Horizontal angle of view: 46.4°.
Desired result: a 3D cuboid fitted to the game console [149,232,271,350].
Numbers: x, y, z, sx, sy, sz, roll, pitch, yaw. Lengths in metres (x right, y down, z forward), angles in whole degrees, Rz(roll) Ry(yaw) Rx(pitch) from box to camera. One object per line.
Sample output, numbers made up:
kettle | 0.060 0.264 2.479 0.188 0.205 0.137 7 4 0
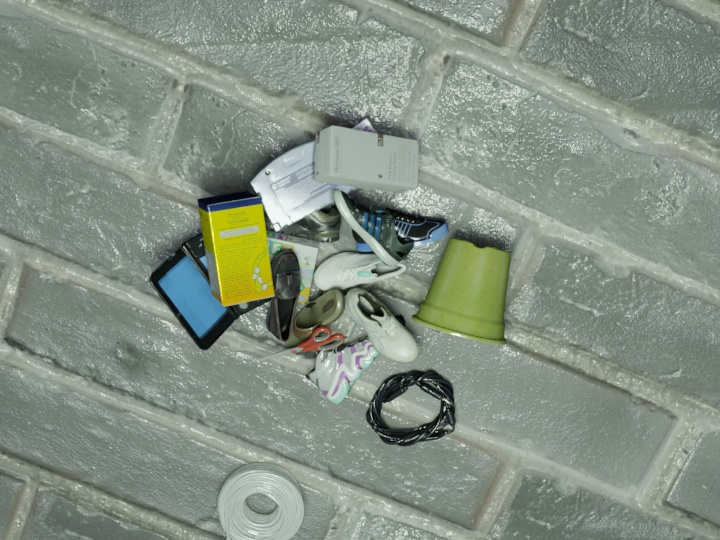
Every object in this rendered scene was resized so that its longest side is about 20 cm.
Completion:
game console | -0.296 0.032 1.717 0.170 0.118 0.200 -26 112 18

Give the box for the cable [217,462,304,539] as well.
cable | -0.225 0.536 1.913 0.199 0.069 0.201 -12 103 5

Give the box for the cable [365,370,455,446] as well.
cable | 0.108 0.303 1.847 0.199 0.051 0.164 -7 104 5

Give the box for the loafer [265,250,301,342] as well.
loafer | -0.152 0.056 1.737 0.072 0.063 0.201 -7 125 -28

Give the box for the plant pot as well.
plant pot | 0.223 0.035 1.714 0.199 0.200 0.185 14 94 -2

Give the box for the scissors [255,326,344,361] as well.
scissors | -0.126 0.170 1.778 0.199 0.014 0.073 -28 136 24

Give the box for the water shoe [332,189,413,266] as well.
water shoe | 0.026 -0.099 1.674 0.079 0.072 0.200 -39 112 9

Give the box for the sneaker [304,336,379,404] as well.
sneaker | -0.043 0.172 1.807 0.140 0.078 0.200 38 91 2

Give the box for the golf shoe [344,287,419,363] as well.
golf shoe | 0.046 0.116 1.727 0.200 0.097 0.078 42 77 -4

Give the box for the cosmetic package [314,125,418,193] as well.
cosmetic package | 0.013 -0.215 1.647 0.199 0.074 0.102 3 84 -31

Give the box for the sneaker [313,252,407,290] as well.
sneaker | 0.000 0.000 1.744 0.199 0.089 0.076 -14 104 0

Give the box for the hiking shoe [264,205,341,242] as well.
hiking shoe | -0.134 -0.122 1.743 0.199 0.076 0.101 13 92 -7

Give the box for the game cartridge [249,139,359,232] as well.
game cartridge | -0.112 -0.181 1.679 0.199 0.041 0.134 -28 105 -2

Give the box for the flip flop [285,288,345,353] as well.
flip flop | -0.105 0.104 1.762 0.200 0.057 0.081 -41 58 39

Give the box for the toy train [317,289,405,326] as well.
toy train | 0.002 0.085 1.796 0.199 0.046 0.034 21 105 -3

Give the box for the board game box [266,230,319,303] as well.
board game box | -0.195 -0.016 1.769 0.199 0.034 0.135 12 117 -1

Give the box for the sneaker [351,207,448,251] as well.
sneaker | 0.080 -0.092 1.734 0.199 0.070 0.078 -9 112 6

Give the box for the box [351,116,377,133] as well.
box | -0.056 -0.239 1.716 0.200 0.041 0.039 -35 101 11

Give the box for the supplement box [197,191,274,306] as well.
supplement box | -0.245 -0.045 1.654 0.109 0.109 0.201 -11 105 -19
